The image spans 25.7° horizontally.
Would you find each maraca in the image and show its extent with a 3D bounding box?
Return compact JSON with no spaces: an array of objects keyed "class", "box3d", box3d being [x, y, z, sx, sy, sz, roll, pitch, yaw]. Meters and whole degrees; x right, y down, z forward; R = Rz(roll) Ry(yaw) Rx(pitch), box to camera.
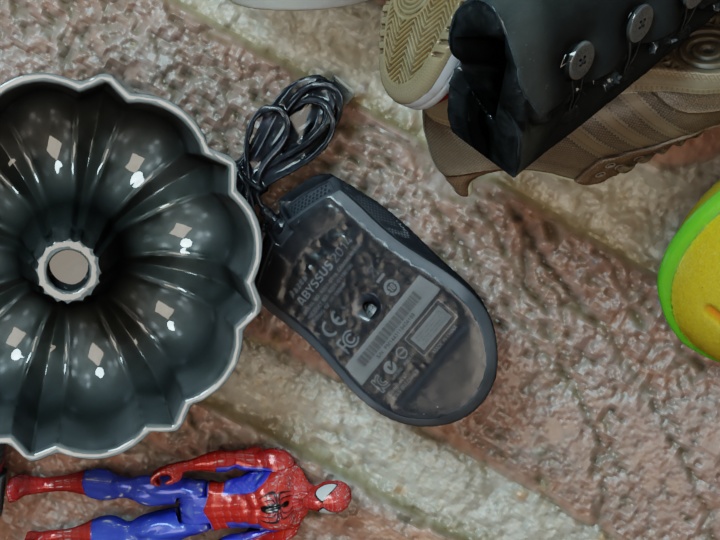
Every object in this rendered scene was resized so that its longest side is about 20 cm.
[{"class":"maraca","box3d":[0.252,-0.015,0.823,0.199,0.107,0.137,-26,130,14]}]

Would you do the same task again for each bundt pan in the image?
[{"class":"bundt pan","box3d":[-0.153,-0.007,0.832,0.201,0.076,0.203,-2,101,-9]}]

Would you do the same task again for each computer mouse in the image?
[{"class":"computer mouse","box3d":[0.000,0.000,0.882,0.200,0.053,0.139,46,104,6]}]

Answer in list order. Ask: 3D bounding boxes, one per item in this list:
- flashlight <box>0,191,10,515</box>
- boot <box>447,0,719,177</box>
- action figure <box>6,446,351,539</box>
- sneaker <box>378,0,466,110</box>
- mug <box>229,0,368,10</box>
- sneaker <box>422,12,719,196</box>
[{"class":"flashlight","box3d":[-0.229,0.045,0.901,0.067,0.068,0.201,0,102,-30]},{"class":"boot","box3d":[0.121,-0.154,0.698,0.199,0.066,0.165,-31,133,-20]},{"class":"action figure","box3d":[-0.104,0.140,0.922,0.199,0.052,0.066,-6,99,3]},{"class":"sneaker","box3d":[0.087,-0.158,0.757,0.112,0.071,0.201,21,92,-40]},{"class":"mug","box3d":[-0.040,-0.220,0.804,0.149,0.186,0.154,-14,114,-26]},{"class":"sneaker","box3d":[0.130,-0.086,0.798,0.199,0.071,0.076,-6,133,3]}]
